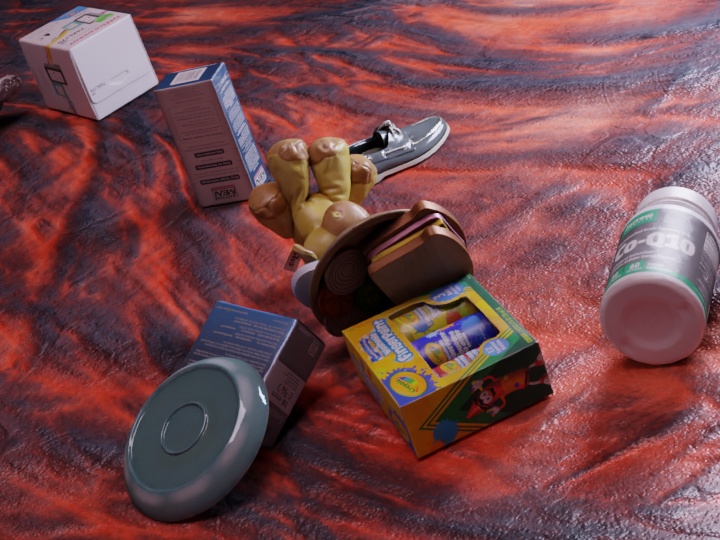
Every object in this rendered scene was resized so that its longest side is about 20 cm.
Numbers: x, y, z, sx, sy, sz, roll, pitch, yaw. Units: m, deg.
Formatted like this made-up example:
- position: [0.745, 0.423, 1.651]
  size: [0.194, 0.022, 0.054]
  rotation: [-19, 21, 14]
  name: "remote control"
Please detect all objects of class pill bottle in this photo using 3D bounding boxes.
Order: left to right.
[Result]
- position: [0.328, 0.000, 1.687]
  size: [0.112, 0.114, 0.201]
  rotation: [-7, 30, 24]
  name: "pill bottle"

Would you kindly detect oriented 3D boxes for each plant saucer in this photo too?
- position: [-0.189, 0.178, 1.717]
  size: [0.199, 0.027, 0.202]
  rotation: [-22, 47, 26]
  name: "plant saucer"

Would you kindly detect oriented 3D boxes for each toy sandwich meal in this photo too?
- position: [0.038, 0.012, 1.801]
  size: [0.204, 0.206, 0.070]
  rotation: [-25, 48, -9]
  name: "toy sandwich meal"

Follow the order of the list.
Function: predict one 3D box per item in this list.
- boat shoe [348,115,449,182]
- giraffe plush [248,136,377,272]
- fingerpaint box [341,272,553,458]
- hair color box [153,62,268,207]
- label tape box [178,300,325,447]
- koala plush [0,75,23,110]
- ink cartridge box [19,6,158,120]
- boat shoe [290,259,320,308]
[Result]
- position: [0.042, -0.181, 2.251]
  size: [0.199, 0.062, 0.073]
  rotation: [-30, 29, -18]
  name: "boat shoe"
- position: [-0.044, -0.051, 1.969]
  size: [0.171, 0.202, 0.162]
  rotation: [-2, 28, -19]
  name: "giraffe plush"
- position: [0.091, 0.098, 1.711]
  size: [0.166, 0.074, 0.200]
  rotation: [-24, 28, -8]
  name: "fingerpaint box"
- position: [-0.219, -0.199, 2.307]
  size: [0.099, 0.201, 0.061]
  rotation: [-7, 30, 22]
  name: "hair color box"
- position: [-0.148, 0.143, 1.780]
  size: [0.143, 0.063, 0.201]
  rotation: [11, 66, 45]
  name: "label tape box"
- position: [-0.734, -0.316, 2.912]
  size: [0.176, 0.186, 0.200]
  rotation: [-2, 20, 29]
  name: "koala plush"
- position: [-0.502, -0.386, 2.884]
  size: [0.146, 0.147, 0.199]
  rotation: [-36, 32, -27]
  name: "ink cartridge box"
- position: [0.001, -0.002, 1.874]
  size: [0.197, 0.074, 0.068]
  rotation: [-11, 38, -24]
  name: "boat shoe"
